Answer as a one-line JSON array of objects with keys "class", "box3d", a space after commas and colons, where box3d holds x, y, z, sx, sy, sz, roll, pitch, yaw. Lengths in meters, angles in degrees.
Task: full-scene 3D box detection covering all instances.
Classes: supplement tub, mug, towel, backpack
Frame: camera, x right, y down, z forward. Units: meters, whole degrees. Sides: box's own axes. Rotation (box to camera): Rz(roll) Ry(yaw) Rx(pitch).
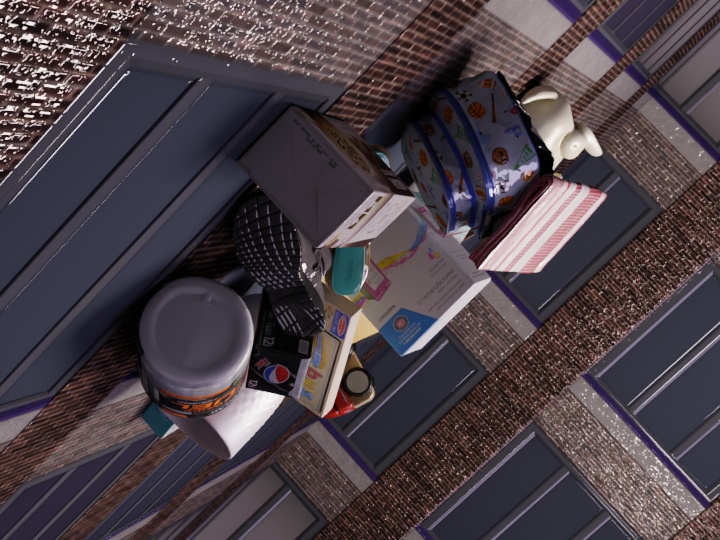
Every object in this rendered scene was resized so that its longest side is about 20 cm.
[{"class": "supplement tub", "box3d": [-0.181, 0.090, 1.432, 0.122, 0.123, 0.200, -40, 171, -17]}, {"class": "mug", "box3d": [-0.159, 0.128, 1.646, 0.175, 0.148, 0.200, -47, 173, -22]}, {"class": "towel", "box3d": [0.222, -0.056, 1.626, 0.144, 0.023, 0.200, -49, 157, 18]}, {"class": "backpack", "box3d": [0.138, -0.144, 1.592, 0.154, 0.200, 0.191, -26, 163, -18]}]

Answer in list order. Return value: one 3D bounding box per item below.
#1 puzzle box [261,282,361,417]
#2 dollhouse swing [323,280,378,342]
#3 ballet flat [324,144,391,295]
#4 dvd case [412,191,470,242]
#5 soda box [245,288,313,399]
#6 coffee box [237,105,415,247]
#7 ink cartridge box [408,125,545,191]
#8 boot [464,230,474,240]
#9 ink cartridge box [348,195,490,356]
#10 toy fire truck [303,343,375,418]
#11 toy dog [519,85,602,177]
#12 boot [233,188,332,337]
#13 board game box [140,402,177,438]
[{"class": "puzzle box", "box3d": [-0.076, 0.088, 1.697, 0.025, 0.133, 0.200, -42, 157, -42]}, {"class": "dollhouse swing", "box3d": [0.000, 0.000, 1.926, 0.200, 0.176, 0.182, -23, 128, -6]}, {"class": "ballet flat", "box3d": [-0.009, -0.068, 1.562, 0.072, 0.068, 0.200, -112, -153, -58]}, {"class": "dvd case", "box3d": [0.087, -0.067, 1.915, 0.146, 0.022, 0.200, 5, 162, -8]}, {"class": "soda box", "box3d": [-0.084, 0.050, 1.505, 0.200, 0.063, 0.071, -84, -172, -51]}, {"class": "coffee box", "box3d": [-0.027, -0.087, 1.288, 0.080, 0.113, 0.200, -44, 171, 11]}, {"class": "ink cartridge box", "box3d": [0.165, -0.136, 1.914, 0.115, 0.068, 0.200, 19, 124, -40]}, {"class": "boot", "box3d": [0.233, -0.125, 2.442, 0.200, 0.075, 0.097, -47, 168, 16]}, {"class": "ink cartridge box", "box3d": [0.047, -0.011, 1.726, 0.145, 0.200, 0.085, -46, 167, 19]}, {"class": "toy fire truck", "box3d": [-0.097, 0.163, 2.076, 0.200, 0.176, 0.129, -28, 172, 0]}, {"class": "toy dog", "box3d": [0.256, -0.181, 2.068, 0.200, 0.140, 0.194, -43, 159, 1]}, {"class": "boot", "box3d": [-0.082, -0.037, 1.414, 0.132, 0.070, 0.200, -85, 166, -47]}, {"class": "board game box", "box3d": [-0.199, 0.136, 1.838, 0.200, 0.047, 0.151, -48, 171, 32]}]
